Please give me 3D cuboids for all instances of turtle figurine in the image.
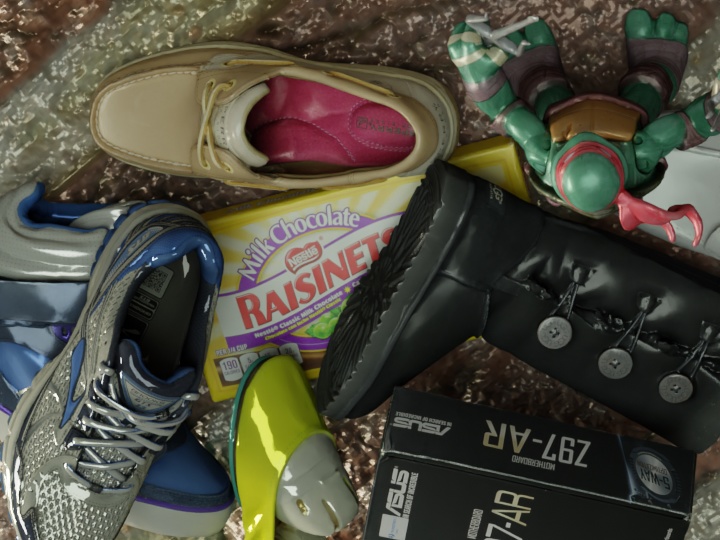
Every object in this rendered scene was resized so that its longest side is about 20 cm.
[{"bbox_3d":[0.111,-0.077,0.981,0.149,0.200,0.101,12,109,1],"label":"turtle figurine"}]

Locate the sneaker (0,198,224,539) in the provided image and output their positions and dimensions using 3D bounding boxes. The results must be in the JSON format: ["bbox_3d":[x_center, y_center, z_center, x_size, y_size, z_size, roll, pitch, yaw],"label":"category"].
[{"bbox_3d":[-0.122,0.061,1.038,0.077,0.085,0.201,19,89,-23],"label":"sneaker"}]

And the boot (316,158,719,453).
[{"bbox_3d":[0.096,0.046,1.078,0.199,0.066,0.165,21,125,-16],"label":"boot"}]

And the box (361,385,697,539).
[{"bbox_3d":[0.079,0.155,1.098,0.159,0.044,0.201,12,137,2],"label":"box"}]

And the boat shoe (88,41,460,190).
[{"bbox_3d":[-0.052,-0.079,1.058,0.199,0.069,0.074,1,100,13],"label":"boat shoe"}]

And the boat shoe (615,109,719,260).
[{"bbox_3d":[0.214,-0.032,1.055,0.199,0.067,0.074,12,109,2],"label":"boat shoe"}]

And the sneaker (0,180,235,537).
[{"bbox_3d":[-0.130,0.039,1.108,0.200,0.081,0.147,32,113,1],"label":"sneaker"}]

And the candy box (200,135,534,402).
[{"bbox_3d":[0.000,0.000,1.110,0.199,0.026,0.103,-14,104,10],"label":"candy box"}]

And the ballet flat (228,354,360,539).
[{"bbox_3d":[-0.033,0.139,1.127,0.067,0.067,0.201,24,125,31],"label":"ballet flat"}]
